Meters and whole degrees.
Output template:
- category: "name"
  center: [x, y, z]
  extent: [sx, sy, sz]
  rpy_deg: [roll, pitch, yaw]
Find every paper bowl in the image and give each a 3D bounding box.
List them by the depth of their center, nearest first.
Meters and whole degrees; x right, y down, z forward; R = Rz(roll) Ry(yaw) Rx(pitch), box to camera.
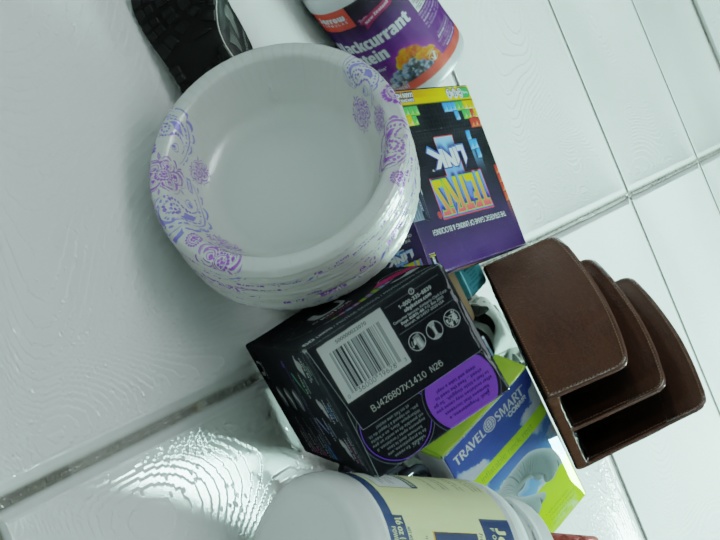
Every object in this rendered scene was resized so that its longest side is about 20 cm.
- category: "paper bowl"
  center: [-0.052, -0.065, 1.104]
  extent: [0.104, 0.199, 0.202]
  rpy_deg: [63, 17, -60]

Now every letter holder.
- category: "letter holder"
  center: [0.219, 0.059, 1.337]
  extent: [0.200, 0.141, 0.101]
  rpy_deg: [-110, 174, -52]

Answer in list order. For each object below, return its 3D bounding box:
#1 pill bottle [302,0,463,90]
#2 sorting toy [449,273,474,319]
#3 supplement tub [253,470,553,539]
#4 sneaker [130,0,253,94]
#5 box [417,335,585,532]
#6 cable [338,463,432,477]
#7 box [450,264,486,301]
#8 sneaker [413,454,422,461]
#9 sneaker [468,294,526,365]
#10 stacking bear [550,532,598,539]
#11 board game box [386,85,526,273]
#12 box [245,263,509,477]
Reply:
- category: "pill bottle"
  center: [0.009, -0.274, 1.462]
  extent: [0.200, 0.111, 0.112]
  rpy_deg: [48, 33, -32]
- category: "sorting toy"
  center: [0.000, 0.000, 1.279]
  extent: [0.201, 0.069, 0.199]
  rpy_deg: [63, 29, -8]
- category: "supplement tub"
  center: [0.035, 0.222, 1.050]
  extent: [0.199, 0.145, 0.146]
  rpy_deg: [10, 60, -40]
- category: "sneaker"
  center: [-0.131, -0.194, 1.214]
  extent: [0.088, 0.075, 0.201]
  rpy_deg: [-39, 109, -77]
- category: "box"
  center: [0.125, 0.173, 1.312]
  extent: [0.122, 0.048, 0.201]
  rpy_deg: [-45, 127, -23]
- category: "cable"
  center: [0.037, 0.237, 1.194]
  extent: [0.200, 0.051, 0.164]
  rpy_deg: [34, 42, -48]
- category: "box"
  center: [0.039, -0.057, 1.384]
  extent: [0.201, 0.082, 0.049]
  rpy_deg: [63, 28, -7]
- category: "sneaker"
  center: [0.087, 0.140, 1.359]
  extent: [0.199, 0.082, 0.074]
  rpy_deg: [15, 98, -41]
- category: "sneaker"
  center: [0.102, 0.065, 1.425]
  extent: [0.200, 0.074, 0.089]
  rpy_deg: [7, 61, -69]
- category: "stacking bear"
  center: [0.142, 0.324, 1.232]
  extent: [0.114, 0.121, 0.201]
  rpy_deg: [28, 65, -67]
- category: "board game box"
  center: [0.062, -0.078, 1.299]
  extent: [0.200, 0.056, 0.166]
  rpy_deg: [-17, 85, -59]
- category: "box"
  center: [0.006, 0.070, 1.076]
  extent: [0.106, 0.122, 0.200]
  rpy_deg: [60, -15, -6]
